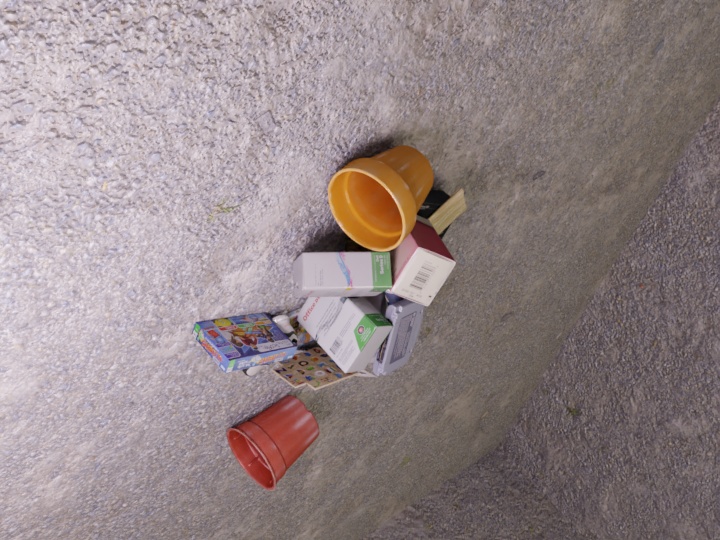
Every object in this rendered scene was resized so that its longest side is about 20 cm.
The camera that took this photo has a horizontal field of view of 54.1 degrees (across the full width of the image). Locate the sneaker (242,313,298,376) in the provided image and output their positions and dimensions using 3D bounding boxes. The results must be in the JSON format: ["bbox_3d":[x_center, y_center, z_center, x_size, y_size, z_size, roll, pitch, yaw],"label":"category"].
[{"bbox_3d":[-0.224,0.198,1.707,0.073,0.080,0.200,-7,142,-51],"label":"sneaker"}]

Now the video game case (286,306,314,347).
[{"bbox_3d":[-0.134,0.138,1.825,0.199,0.018,0.144,-23,144,-35],"label":"video game case"}]

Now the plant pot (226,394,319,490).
[{"bbox_3d":[-0.229,0.460,1.941,0.195,0.200,0.202,-35,150,-33],"label":"plant pot"}]

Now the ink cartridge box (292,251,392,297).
[{"bbox_3d":[-0.044,0.010,1.571,0.198,0.089,0.145,-3,172,-14],"label":"ink cartridge box"}]

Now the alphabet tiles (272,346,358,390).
[{"bbox_3d":[-0.106,0.236,1.720,0.199,0.166,0.006,-14,116,-38],"label":"alphabet tiles"}]

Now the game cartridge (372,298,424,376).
[{"bbox_3d":[0.099,0.157,1.754,0.132,0.041,0.202,-15,127,-45],"label":"game cartridge"}]

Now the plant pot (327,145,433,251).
[{"bbox_3d":[0.060,-0.175,1.532,0.183,0.199,0.201,-45,156,-37],"label":"plant pot"}]

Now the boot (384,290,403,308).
[{"bbox_3d":[0.088,0.044,1.833,0.200,0.072,0.091,-75,161,-68],"label":"boot"}]

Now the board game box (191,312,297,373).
[{"bbox_3d":[-0.255,0.156,1.567,0.199,0.135,0.035,-5,128,-49],"label":"board game box"}]

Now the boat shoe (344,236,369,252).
[{"bbox_3d":[0.000,0.000,1.728,0.068,0.071,0.201,-75,151,-43],"label":"boat shoe"}]

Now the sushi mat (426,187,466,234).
[{"bbox_3d":[0.191,-0.116,1.778,0.200,0.012,0.096,-43,151,-7],"label":"sushi mat"}]

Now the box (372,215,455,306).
[{"bbox_3d":[0.117,-0.035,1.625,0.108,0.201,0.129,20,114,-25],"label":"box"}]

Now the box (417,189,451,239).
[{"bbox_3d":[0.149,-0.131,1.794,0.199,0.079,0.142,-1,131,-51],"label":"box"}]

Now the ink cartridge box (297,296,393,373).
[{"bbox_3d":[-0.041,0.125,1.708,0.083,0.200,0.147,2,127,-55],"label":"ink cartridge box"}]

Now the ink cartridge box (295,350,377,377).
[{"bbox_3d":[-0.068,0.247,1.867,0.161,0.198,0.051,44,47,-68],"label":"ink cartridge box"}]

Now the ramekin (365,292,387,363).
[{"bbox_3d":[0.028,0.146,1.844,0.097,0.202,0.201,-5,155,16],"label":"ramekin"}]
